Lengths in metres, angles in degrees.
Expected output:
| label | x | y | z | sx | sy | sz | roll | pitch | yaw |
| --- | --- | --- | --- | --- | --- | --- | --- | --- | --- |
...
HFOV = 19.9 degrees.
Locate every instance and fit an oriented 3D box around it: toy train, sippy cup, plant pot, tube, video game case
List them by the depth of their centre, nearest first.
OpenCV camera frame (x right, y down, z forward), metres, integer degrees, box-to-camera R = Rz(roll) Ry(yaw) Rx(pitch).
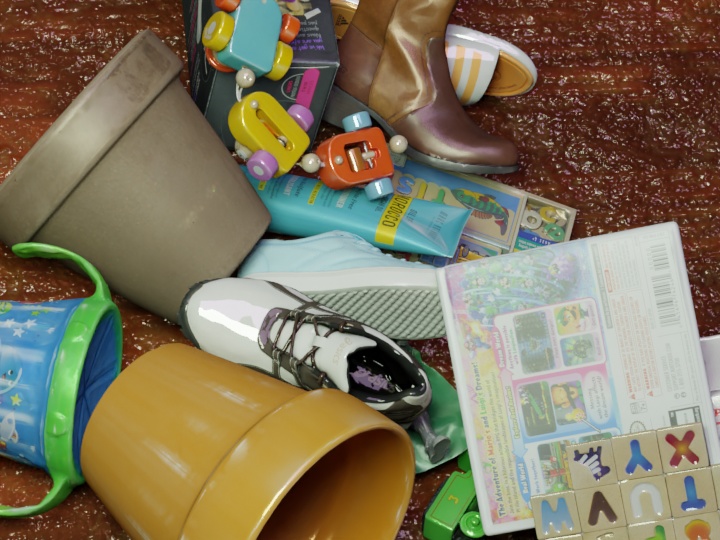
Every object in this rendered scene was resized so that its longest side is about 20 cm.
| label | x | y | z | sx | sy | sz | roll | pitch | yaw |
| --- | --- | --- | --- | --- | --- | --- | --- | --- | --- |
| plant pot | -0.093 | 0.150 | 1.457 | 0.183 | 0.201 | 0.200 | 32 | 53 | 29 |
| sippy cup | -0.253 | 0.078 | 1.497 | 0.129 | 0.140 | 0.178 | 10 | 43 | 6 |
| video game case | 0.161 | 0.079 | 1.501 | 0.181 | 0.024 | 0.201 | -11 | 87 | 9 |
| plant pot | -0.165 | -0.058 | 1.585 | 0.174 | 0.200 | 0.201 | 41 | 55 | -6 |
| toy train | 0.110 | 0.139 | 1.595 | 0.056 | 0.042 | 0.200 | 24 | 53 | 16 |
| toy train | -0.053 | -0.138 | 1.616 | 0.150 | 0.056 | 0.201 | -22 | 90 | -39 |
| tube | -0.013 | -0.045 | 1.649 | 0.199 | 0.051 | 0.078 | 10 | 38 | 13 |

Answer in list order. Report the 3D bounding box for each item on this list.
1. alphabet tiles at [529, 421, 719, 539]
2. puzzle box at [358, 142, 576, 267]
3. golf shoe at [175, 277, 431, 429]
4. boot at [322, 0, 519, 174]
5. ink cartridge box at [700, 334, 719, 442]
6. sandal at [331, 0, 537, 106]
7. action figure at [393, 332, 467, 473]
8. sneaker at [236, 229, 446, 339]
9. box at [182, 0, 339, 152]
| label | x | y | z | sx | sy | sz | roll | pitch | yaw |
| --- | --- | --- | --- | --- | --- | --- | --- | --- | --- |
| alphabet tiles | 0.215 | 0.213 | 1.486 | 0.165 | 0.006 | 0.201 | -10 | 100 | 8 |
| puzzle box | 0.072 | -0.027 | 1.707 | 0.199 | 0.025 | 0.134 | 19 | 54 | -1 |
| golf shoe | -0.036 | 0.052 | 1.502 | 0.199 | 0.094 | 0.078 | 21 | 77 | -6 |
| boot | 0.072 | -0.193 | 1.705 | 0.188 | 0.201 | 0.068 | 25 | 15 | 23 |
| ink cartridge box | 0.254 | 0.151 | 1.530 | 0.116 | 0.067 | 0.201 | -11 | 86 | 8 |
| sandal | 0.048 | -0.178 | 1.776 | 0.206 | 0.079 | 0.059 | 18 | 62 | -1 |
| action figure | 0.006 | 0.070 | 1.606 | 0.118 | 0.055 | 0.201 | -21 | 57 | -11 |
| sneaker | 0.000 | 0.000 | 1.582 | 0.199 | 0.074 | 0.082 | 4 | 54 | 8 |
| box | -0.088 | -0.214 | 1.735 | 0.105 | 0.122 | 0.201 | 1 | 56 | -14 |
